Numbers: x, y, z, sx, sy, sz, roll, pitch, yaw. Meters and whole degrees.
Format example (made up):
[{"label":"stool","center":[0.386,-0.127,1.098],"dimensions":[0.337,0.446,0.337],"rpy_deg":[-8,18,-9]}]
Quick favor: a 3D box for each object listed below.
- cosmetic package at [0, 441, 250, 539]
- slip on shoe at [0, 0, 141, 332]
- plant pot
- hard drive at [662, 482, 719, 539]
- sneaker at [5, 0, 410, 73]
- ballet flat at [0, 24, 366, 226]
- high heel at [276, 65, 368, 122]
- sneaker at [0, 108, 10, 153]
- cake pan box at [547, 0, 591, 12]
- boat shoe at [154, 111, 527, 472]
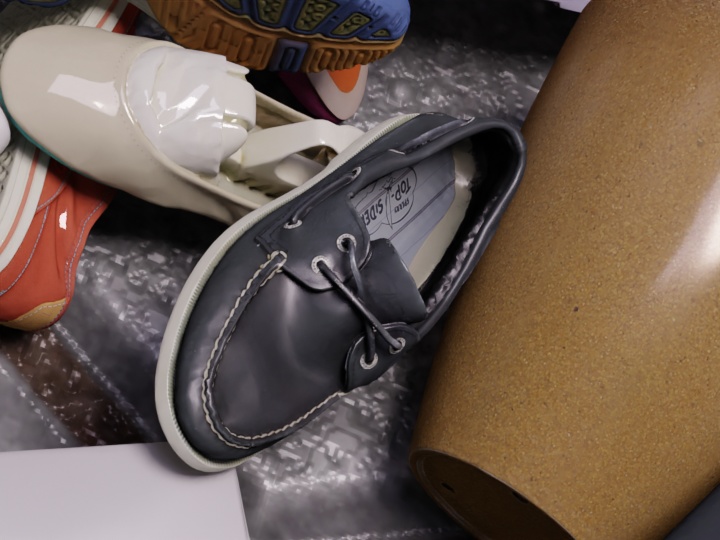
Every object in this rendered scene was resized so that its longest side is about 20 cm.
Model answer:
[{"label":"cosmetic package","center":[-0.139,0.127,0.863],"dimensions":[0.199,0.085,0.108],"rpy_deg":[0,64,-22]},{"label":"slip on shoe","center":[-0.123,-0.060,0.986],"dimensions":[0.061,0.074,0.201],"rpy_deg":[46,43,-36]},{"label":"plant pot","center":[0.113,0.022,0.973],"dimensions":[0.186,0.186,0.200],"rpy_deg":[36,71,0]},{"label":"hard drive","center":[0.088,0.156,0.900],"dimensions":[0.033,0.140,0.200],"rpy_deg":[41,58,16]},{"label":"sneaker","center":[-0.072,-0.142,0.956],"dimensions":[0.199,0.075,0.089],"rpy_deg":[16,58,-11]},{"label":"ballet flat","center":[-0.047,-0.052,0.959],"dimensions":[0.200,0.069,0.070],"rpy_deg":[24,54,-38]},{"label":"high heel","center":[-0.064,-0.151,1.036],"dimensions":[0.067,0.096,0.201],"rpy_deg":[-45,124,-45]},{"label":"sneaker","center":[-0.229,-0.070,0.935],"dimensions":[0.199,0.077,0.082],"rpy_deg":[23,70,16]},{"label":"cake pan box","center":[0.088,-0.190,1.071],"dimensions":[0.199,0.052,0.185],"rpy_deg":[8,48,-34]},{"label":"boat shoe","center":[0.001,0.002,0.904],"dimensions":[0.199,0.066,0.075],"rpy_deg":[-41,113,-43]}]
